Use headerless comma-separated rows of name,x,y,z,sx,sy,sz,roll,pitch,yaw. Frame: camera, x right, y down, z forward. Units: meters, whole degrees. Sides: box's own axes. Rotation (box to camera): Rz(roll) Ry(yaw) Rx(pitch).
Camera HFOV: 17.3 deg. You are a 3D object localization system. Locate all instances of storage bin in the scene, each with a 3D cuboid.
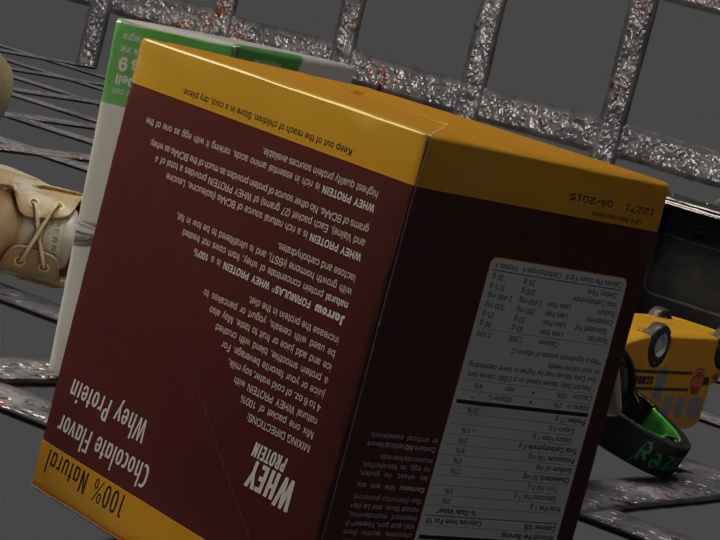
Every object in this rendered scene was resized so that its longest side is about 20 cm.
storage bin,0.293,0.004,2.158,0.200,0.136,0.094,19,8,35

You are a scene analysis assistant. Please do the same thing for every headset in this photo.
headset,0.133,0.053,1.501,0.200,0.094,0.123,38,11,33

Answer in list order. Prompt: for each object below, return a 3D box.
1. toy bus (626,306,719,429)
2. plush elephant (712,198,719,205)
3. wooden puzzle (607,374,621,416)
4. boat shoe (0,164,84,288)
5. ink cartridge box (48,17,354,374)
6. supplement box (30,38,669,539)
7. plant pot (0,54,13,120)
toy bus,0.194,0.068,1.648,0.065,0.078,0.200,18,7,33
plush elephant,0.567,-0.055,3.263,0.155,0.200,0.165,32,-7,-18
wooden puzzle,0.050,0.038,1.320,0.185,0.046,0.200,2,-31,10
boat shoe,-0.208,-0.026,1.564,0.200,0.074,0.069,10,2,-42
ink cartridge box,-0.088,-0.030,1.316,0.084,0.200,0.146,15,6,24
supplement box,-0.010,0.029,0.970,0.133,0.200,0.197,9,9,-40
plant pot,-0.422,-0.192,2.152,0.200,0.188,0.187,28,-3,-38
